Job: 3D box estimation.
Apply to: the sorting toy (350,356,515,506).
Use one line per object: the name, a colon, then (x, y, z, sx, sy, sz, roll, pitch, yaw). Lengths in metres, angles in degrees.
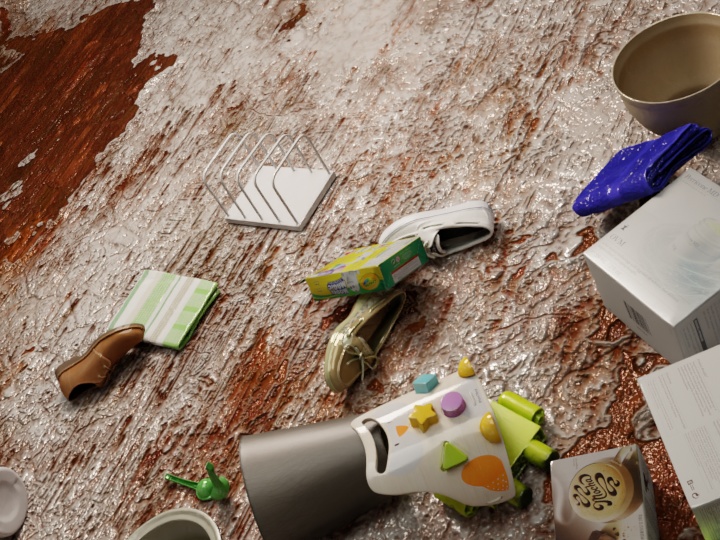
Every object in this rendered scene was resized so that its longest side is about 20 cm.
sorting toy: (0.083, 0.213, 1.443, 0.177, 0.108, 0.201, -17, 44, -4)

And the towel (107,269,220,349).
towel: (-0.361, 0.073, 2.047, 0.198, 0.031, 0.150, 10, 59, 38)

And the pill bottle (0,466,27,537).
pill bottle: (-0.668, 0.397, 1.865, 0.197, 0.114, 0.115, -12, 44, 24)

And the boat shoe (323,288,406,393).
boat shoe: (0.006, 0.102, 1.723, 0.062, 0.074, 0.202, 0, 50, 37)

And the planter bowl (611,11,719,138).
planter bowl: (0.499, -0.278, 1.709, 0.198, 0.135, 0.202, -18, 42, 17)

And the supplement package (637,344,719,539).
supplement package: (0.452, 0.195, 1.264, 0.198, 0.148, 0.193, -24, 41, 12)

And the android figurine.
android figurine: (0.166, 0.240, 1.500, 0.199, 0.041, 0.183, 22, 66, 43)

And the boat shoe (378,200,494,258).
boat shoe: (0.121, -0.055, 1.799, 0.198, 0.074, 0.066, -21, 37, 18)

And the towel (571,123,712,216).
towel: (0.405, -0.148, 1.629, 0.147, 0.050, 0.200, -39, 6, -22)

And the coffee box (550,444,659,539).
coffee box: (0.291, 0.319, 1.307, 0.111, 0.080, 0.202, -15, 44, 21)

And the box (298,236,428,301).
box: (0.000, 0.000, 1.792, 0.198, 0.049, 0.117, -7, 19, 46)

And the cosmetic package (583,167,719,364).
cosmetic package: (0.443, 0.000, 1.485, 0.199, 0.124, 0.199, -37, 40, -5)

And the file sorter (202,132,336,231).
file sorter: (-0.176, -0.175, 2.083, 0.198, 0.125, 0.140, 7, 54, 39)

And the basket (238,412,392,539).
basket: (-0.047, 0.280, 1.538, 0.197, 0.136, 0.183, -22, 72, 7)

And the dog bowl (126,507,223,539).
dog bowl: (-0.264, 0.443, 1.573, 0.197, 0.074, 0.202, -19, 41, 17)

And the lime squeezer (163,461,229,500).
lime squeezer: (-0.239, 0.325, 1.684, 0.199, 0.070, 0.038, -26, 46, 59)

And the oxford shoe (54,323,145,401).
oxford shoe: (-0.456, 0.165, 1.991, 0.199, 0.071, 0.072, -37, 58, 15)
